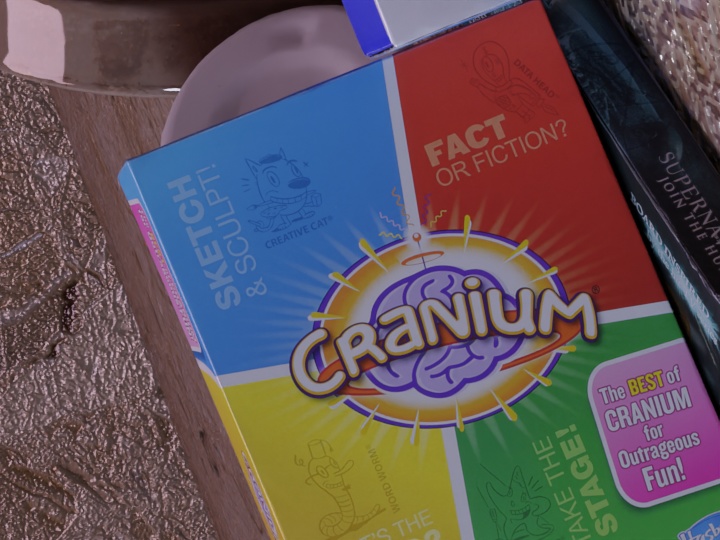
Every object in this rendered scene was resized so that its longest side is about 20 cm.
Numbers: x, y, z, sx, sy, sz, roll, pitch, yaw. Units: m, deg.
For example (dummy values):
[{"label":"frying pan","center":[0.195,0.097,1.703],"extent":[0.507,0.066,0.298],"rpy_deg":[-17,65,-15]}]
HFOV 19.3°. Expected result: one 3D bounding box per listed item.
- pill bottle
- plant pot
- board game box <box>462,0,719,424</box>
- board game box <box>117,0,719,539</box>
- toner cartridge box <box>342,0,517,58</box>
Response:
[{"label":"pill bottle","center":[0.007,-0.010,0.893],"extent":[0.114,0.114,0.200],"rpy_deg":[58,-178,38]},{"label":"plant pot","center":[-0.088,-0.190,0.948],"extent":[0.200,0.200,0.175],"rpy_deg":[-130,36,-56]},{"label":"board game box","center":[0.091,-0.026,0.766],"extent":[0.135,0.028,0.200],"rpy_deg":[86,159,-58]},{"label":"board game box","center":[0.027,0.030,0.705],"extent":[0.040,0.153,0.200],"rpy_deg":[151,96,-78]},{"label":"toner cartridge box","center":[0.011,-0.178,0.673],"extent":[0.043,0.095,0.200],"rpy_deg":[-177,64,-78]}]
